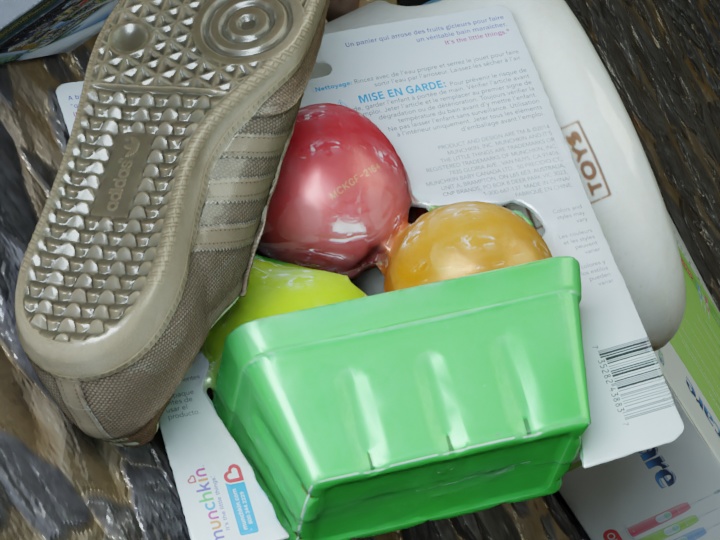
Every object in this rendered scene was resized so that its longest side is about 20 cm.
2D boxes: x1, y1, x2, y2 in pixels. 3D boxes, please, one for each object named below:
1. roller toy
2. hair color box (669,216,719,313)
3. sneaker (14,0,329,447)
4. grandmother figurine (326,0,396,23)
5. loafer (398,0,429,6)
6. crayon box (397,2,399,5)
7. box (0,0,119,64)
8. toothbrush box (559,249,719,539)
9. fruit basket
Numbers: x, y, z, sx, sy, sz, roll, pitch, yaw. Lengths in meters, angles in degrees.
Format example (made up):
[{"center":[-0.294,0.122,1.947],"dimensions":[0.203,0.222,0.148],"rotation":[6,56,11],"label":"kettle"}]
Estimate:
[{"center":[0.051,-0.031,1.180],"dimensions":[0.183,0.140,0.200],"rotation":[70,-7,-49],"label":"roller toy"},{"center":[0.182,0.035,1.713],"dimensions":[0.200,0.060,0.100],"rotation":[62,16,0],"label":"hair color box"},{"center":[-0.061,-0.032,0.961],"dimensions":[0.076,0.070,0.200],"rotation":[76,34,-52],"label":"sneaker"},{"center":[-0.038,-0.162,1.350],"dimensions":[0.121,0.061,0.200],"rotation":[56,12,8],"label":"grandmother figurine"},{"center":[0.066,-0.113,1.349],"dimensions":[0.071,0.073,0.200],"rotation":[36,26,-47],"label":"loafer"},{"center":[0.011,-0.200,1.476],"dimensions":[0.200,0.051,0.127],"rotation":[52,-12,-35],"label":"crayon box"},{"center":[-0.057,-0.141,0.988],"dimensions":[0.038,0.200,0.137],"rotation":[58,15,2],"label":"box"},{"center":[0.141,0.052,1.511],"dimensions":[0.146,0.086,0.200],"rotation":[56,16,-24],"label":"toothbrush box"},{"center":[0.000,0.000,1.041],"dimensions":[0.094,0.185,0.200],"rotation":[100,-27,-53],"label":"fruit basket"}]
